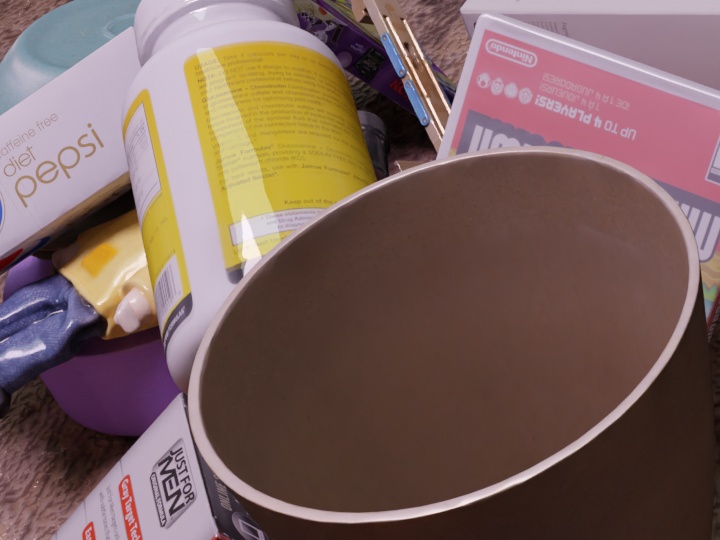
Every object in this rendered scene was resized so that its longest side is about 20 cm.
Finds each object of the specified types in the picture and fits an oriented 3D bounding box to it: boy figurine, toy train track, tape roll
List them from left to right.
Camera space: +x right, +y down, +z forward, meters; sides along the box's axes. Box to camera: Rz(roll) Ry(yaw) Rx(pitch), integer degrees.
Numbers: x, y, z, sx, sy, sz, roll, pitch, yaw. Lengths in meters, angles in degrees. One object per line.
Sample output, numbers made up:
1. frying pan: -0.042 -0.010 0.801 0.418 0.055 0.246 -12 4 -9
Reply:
1. boy figurine: -0.125 -0.001 0.854 0.199 0.065 0.124 -34 27 -8
2. tape roll: -0.106 0.002 0.950 0.199 0.066 0.201 -17 36 13
3. toy train track: 0.038 -0.077 0.915 0.033 0.114 0.201 -41 63 37

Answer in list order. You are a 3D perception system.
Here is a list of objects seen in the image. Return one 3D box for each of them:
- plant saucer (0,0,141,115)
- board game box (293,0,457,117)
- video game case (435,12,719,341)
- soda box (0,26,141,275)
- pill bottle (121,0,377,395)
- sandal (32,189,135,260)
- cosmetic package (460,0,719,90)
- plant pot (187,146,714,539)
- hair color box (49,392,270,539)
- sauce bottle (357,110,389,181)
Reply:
1. plant saucer: -0.132 -0.133 0.976 0.198 0.036 0.200 -6 30 3
2. board game box: -0.021 -0.154 0.993 0.032 0.199 0.120 -50 33 16
3. video game case: 0.087 0.005 0.710 0.142 0.201 0.017 24 17 25
4. soda box: -0.177 -0.050 0.871 0.199 0.064 0.068 -33 0 10
5. pill bottle: -0.050 -0.043 0.750 0.111 0.112 0.201 -20 59 8
6. sandal: -0.116 -0.074 0.950 0.199 0.054 0.080 -28 35 -4
7. cosmetic package: 0.174 -0.152 0.958 0.199 0.085 0.108 10 49 38
8. plant pot: 0.060 0.089 0.618 0.186 0.201 0.188 -17 35 12
9. hair color box: -0.109 0.161 0.682 0.200 0.061 0.102 -48 30 14
10. sauce bottle: 0.000 0.000 0.852 0.066 0.066 0.201 -16 52 13
